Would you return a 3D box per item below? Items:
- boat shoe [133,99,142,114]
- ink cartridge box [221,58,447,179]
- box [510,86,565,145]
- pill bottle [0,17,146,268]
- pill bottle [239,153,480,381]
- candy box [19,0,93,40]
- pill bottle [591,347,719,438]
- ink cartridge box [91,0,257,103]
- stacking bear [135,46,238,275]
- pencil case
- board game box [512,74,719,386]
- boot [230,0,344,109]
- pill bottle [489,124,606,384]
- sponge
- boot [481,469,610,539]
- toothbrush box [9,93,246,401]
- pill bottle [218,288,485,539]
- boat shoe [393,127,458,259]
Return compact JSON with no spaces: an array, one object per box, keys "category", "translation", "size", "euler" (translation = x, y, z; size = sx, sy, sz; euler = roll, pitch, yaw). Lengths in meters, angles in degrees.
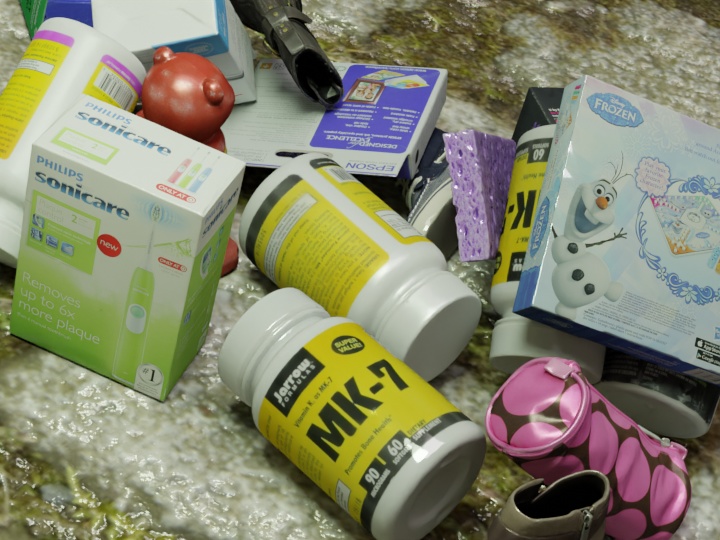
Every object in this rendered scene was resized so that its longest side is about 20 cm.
[{"category":"boat shoe","translation":[-0.272,-0.112,1.566],"size":[0.199,0.076,0.074],"euler":[-8,12,-15]},{"category":"ink cartridge box","translation":[-0.033,-0.134,1.649],"size":[0.197,0.044,0.200],"euler":[6,36,16]},{"category":"box","translation":[0.221,-0.067,1.639],"size":[0.106,0.123,0.200],"euler":[-1,43,-20]},{"category":"pill bottle","translation":[-0.268,-0.105,1.465],"size":[0.104,0.104,0.201],"euler":[24,76,9]},{"category":"pill bottle","translation":[0.000,0.000,1.475],"size":[0.114,0.115,0.200],"euler":[-24,54,-39]},{"category":"candy box","translation":[-0.264,-0.302,1.781],"size":[0.168,0.077,0.200],"euler":[-1,41,-23]},{"category":"pill bottle","translation":[0.279,0.034,1.487],"size":[0.106,0.106,0.201],"euler":[22,72,6]},{"category":"ink cartridge box","translation":[-0.166,-0.199,1.621],"size":[0.115,0.200,0.067],"euler":[-11,73,7]},{"category":"stacking bear","translation":[-0.157,-0.095,1.473],"size":[0.121,0.200,0.114],"euler":[39,44,25]},{"category":"pencil case","translation":[0.180,0.138,1.334],"size":[0.200,0.094,0.091],"euler":[39,1,-45]},{"category":"board game box","translation":[0.238,-0.030,1.403],"size":[0.199,0.043,0.200],"euler":[20,74,-16]},{"category":"boot","translation":[-0.070,-0.222,1.660],"size":[0.069,0.200,0.174],"euler":[-36,68,6]},{"category":"pill bottle","translation":[0.172,-0.011,1.460],"size":[0.114,0.114,0.201],"euler":[12,75,-5]},{"category":"sponge","translation":[0.117,-0.065,1.547],"size":[0.030,0.112,0.200],"euler":[-9,-2,16]},{"category":"boot","translation":[0.095,0.216,1.238],"size":[0.200,0.147,0.070],"euler":[-24,56,-39]},{"category":"toothbrush box","translation":[-0.187,-0.016,1.371],"size":[0.145,0.200,0.086],"euler":[24,39,7]},{"category":"pill bottle","translation":[-0.010,0.109,1.342],"size":[0.200,0.115,0.114],"euler":[39,44,26]},{"category":"boat shoe","translation":[0.061,-0.074,1.641],"size":[0.092,0.075,0.200],"euler":[19,33,19]}]
